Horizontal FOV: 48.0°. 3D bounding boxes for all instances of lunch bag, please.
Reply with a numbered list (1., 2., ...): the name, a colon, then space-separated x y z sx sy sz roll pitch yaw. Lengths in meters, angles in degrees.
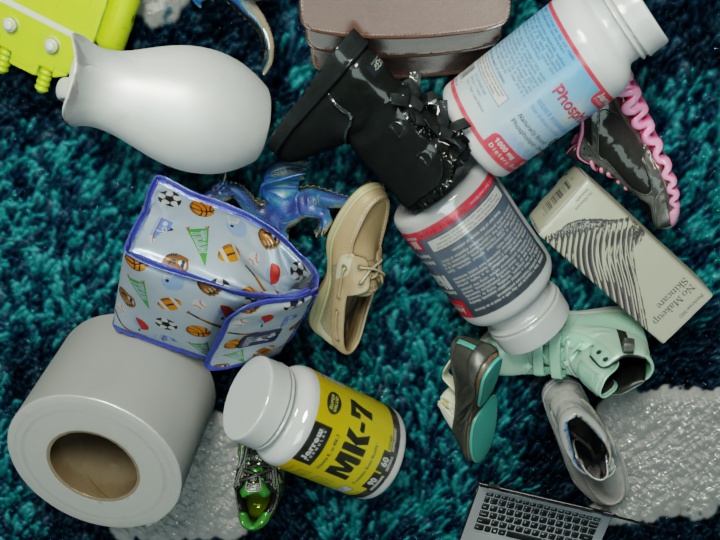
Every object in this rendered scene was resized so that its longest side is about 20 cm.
1. lunch bag: -0.154 0.021 0.867 0.196 0.126 0.171 20 146 -11

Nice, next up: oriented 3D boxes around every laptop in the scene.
1. laptop: 0.233 0.342 1.014 0.183 0.116 0.204 14 112 -3

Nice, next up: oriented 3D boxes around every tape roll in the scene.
1. tape roll: -0.279 0.173 0.928 0.198 0.140 0.207 4 124 7

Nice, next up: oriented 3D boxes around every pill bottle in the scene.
1. pill bottle: 0.136 -0.012 0.871 0.119 0.120 0.201 -34 107 14
2. pill bottle: 0.184 -0.189 0.772 0.199 0.109 0.109 -35 108 26
3. pill bottle: -0.052 0.179 0.928 0.198 0.115 0.115 29 112 -32

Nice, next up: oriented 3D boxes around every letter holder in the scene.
1. letter holder: 0.042 -0.252 0.789 0.195 0.101 0.145 0 114 2

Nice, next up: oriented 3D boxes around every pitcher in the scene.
1. pitcher: -0.203 -0.169 0.821 0.196 0.171 0.124 8 95 -27

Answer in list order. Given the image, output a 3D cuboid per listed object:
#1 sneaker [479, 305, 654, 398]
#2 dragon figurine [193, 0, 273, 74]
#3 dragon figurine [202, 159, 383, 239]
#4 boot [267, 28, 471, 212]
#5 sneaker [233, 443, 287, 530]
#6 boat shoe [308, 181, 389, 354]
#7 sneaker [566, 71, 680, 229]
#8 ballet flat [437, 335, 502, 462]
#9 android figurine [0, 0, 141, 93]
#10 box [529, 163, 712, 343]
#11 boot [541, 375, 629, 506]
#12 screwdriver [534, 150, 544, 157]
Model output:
1. sneaker: 0.229 0.098 0.914 0.196 0.119 0.075 -11 114 8
2. dragon figurine: -0.140 -0.294 0.792 0.097 0.059 0.204 -6 112 9
3. dragon figurine: -0.076 -0.085 0.881 0.196 0.059 0.101 -20 110 9
4. boot: 0.007 -0.123 0.797 0.162 0.074 0.198 42 143 -7
5. sneaker: -0.117 0.228 0.996 0.076 0.086 0.205 3 112 1
6. boat shoe: 0.000 0.000 0.893 0.064 0.070 0.203 40 129 32
7. sneaker: 0.268 -0.128 0.851 0.094 0.079 0.203 -25 102 18
8. ballet flat: 0.129 0.147 0.960 0.068 0.068 0.203 30 142 29
9. android figurine: -0.315 -0.284 0.820 0.179 0.041 0.203 26 109 -9
10. box: 0.285 -0.018 0.892 0.199 0.069 0.082 38 108 -12
11. boot: 0.278 0.229 0.977 0.073 0.096 0.202 -28 109 13
12. screwdriver: 0.102 -0.142 0.872 0.195 0.028 0.030 7 82 0
